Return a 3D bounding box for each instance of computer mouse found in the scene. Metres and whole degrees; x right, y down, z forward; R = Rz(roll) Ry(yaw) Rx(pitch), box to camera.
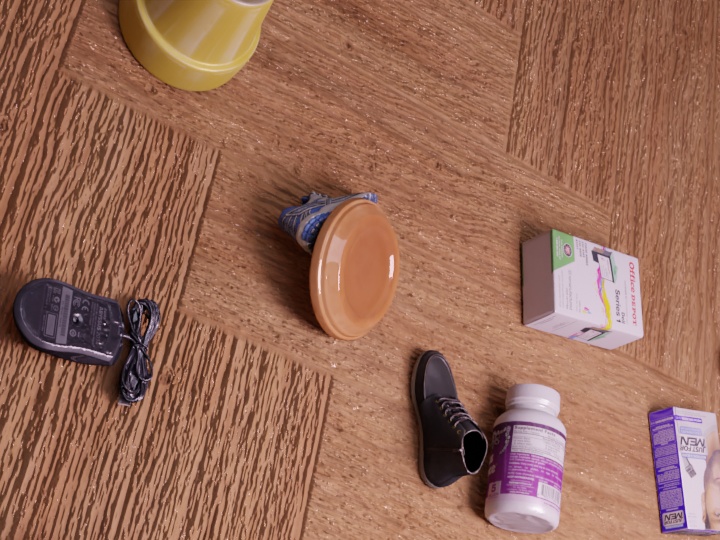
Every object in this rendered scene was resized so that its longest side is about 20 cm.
[{"bbox_3d":[-0.345,0.077,1.424,0.199,0.052,0.140,26,60,-37],"label":"computer mouse"}]

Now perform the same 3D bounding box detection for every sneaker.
[{"bbox_3d":[0.134,0.204,1.669,0.074,0.106,0.203,7,69,-32],"label":"sneaker"},{"bbox_3d":[-0.046,-0.084,1.672,0.084,0.078,0.199,26,22,24],"label":"sneaker"}]

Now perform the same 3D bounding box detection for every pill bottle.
[{"bbox_3d":[0.247,0.276,1.718,0.111,0.112,0.202,24,60,-25],"label":"pill bottle"}]

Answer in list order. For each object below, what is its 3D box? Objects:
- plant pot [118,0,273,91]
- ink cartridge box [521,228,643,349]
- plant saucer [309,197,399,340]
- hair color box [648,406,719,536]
[{"bbox_3d":[-0.208,-0.377,1.602,0.199,0.188,0.204,13,66,-31],"label":"plant pot"},{"bbox_3d":[0.366,0.033,1.911,0.198,0.084,0.147,16,64,-30],"label":"ink cartridge box"},{"bbox_3d":[0.000,0.000,1.636,0.199,0.037,0.203,-18,111,-53],"label":"plant saucer"},{"bbox_3d":[0.549,0.336,1.938,0.108,0.065,0.203,11,68,-32],"label":"hair color box"}]
